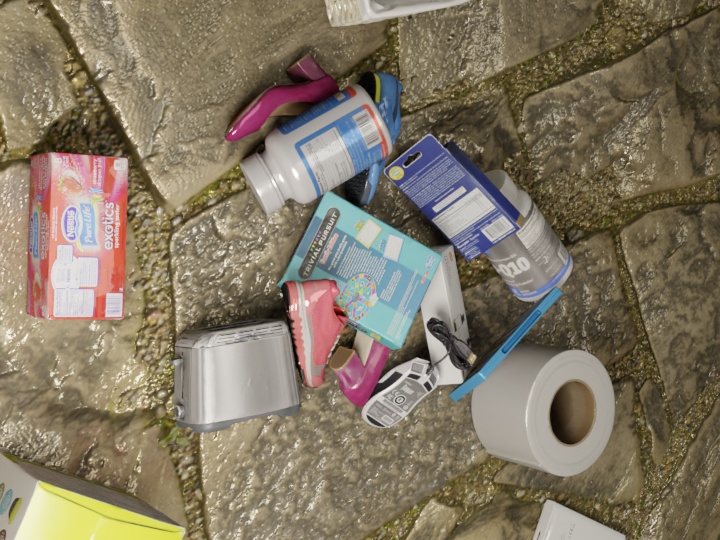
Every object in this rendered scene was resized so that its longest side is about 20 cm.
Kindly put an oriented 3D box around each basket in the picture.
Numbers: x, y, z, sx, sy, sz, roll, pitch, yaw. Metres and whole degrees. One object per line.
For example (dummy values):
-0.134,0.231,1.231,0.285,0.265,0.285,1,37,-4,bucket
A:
0.045,-0.436,1.537,0.198,0.123,0.138,-18,102,-33,basket

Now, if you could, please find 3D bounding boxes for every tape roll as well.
0.300,0.223,1.731,0.200,0.138,0.206,-1,93,-34,tape roll

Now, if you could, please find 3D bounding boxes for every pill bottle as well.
-0.064,-0.163,1.464,0.198,0.112,0.113,-30,109,-6,pill bottle
0.246,-0.057,1.696,0.114,0.113,0.201,-50,116,-21,pill bottle

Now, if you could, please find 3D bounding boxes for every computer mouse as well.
0.077,0.159,1.594,0.200,0.044,0.109,-41,125,17,computer mouse

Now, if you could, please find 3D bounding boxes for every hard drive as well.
0.380,0.500,1.864,0.199,0.026,0.134,29,76,-32,hard drive

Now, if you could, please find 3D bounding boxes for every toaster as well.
-0.162,0.139,1.432,0.198,0.113,0.131,-7,94,-31,toaster

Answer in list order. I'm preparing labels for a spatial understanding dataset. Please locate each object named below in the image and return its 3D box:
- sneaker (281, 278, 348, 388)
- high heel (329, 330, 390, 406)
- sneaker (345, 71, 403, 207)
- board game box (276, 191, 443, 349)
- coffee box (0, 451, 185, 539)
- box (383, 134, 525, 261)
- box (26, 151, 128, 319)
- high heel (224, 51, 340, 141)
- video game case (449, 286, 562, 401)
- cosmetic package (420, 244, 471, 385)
-0.055,0.091,1.476,0.085,0.074,0.202,-13,135,-8,sneaker
0.034,0.107,1.597,0.201,0.067,0.096,-54,135,-27,high heel
0.029,-0.192,1.573,0.078,0.066,0.204,10,87,-37,sneaker
0.000,0.000,1.533,0.198,0.047,0.153,29,76,-8,board game box
-0.361,0.353,1.257,0.199,0.197,0.202,28,78,-31,coffee box
0.141,-0.115,1.600,0.200,0.121,0.033,44,45,-12,box
-0.351,-0.042,1.306,0.098,0.095,0.204,1,92,-34,box
-0.102,-0.218,1.479,0.200,0.067,0.097,-45,104,-27,high heel
0.227,0.116,1.655,0.018,0.143,0.200,44,66,4,video game case
0.131,0.068,1.642,0.083,0.050,0.203,-38,119,-68,cosmetic package
